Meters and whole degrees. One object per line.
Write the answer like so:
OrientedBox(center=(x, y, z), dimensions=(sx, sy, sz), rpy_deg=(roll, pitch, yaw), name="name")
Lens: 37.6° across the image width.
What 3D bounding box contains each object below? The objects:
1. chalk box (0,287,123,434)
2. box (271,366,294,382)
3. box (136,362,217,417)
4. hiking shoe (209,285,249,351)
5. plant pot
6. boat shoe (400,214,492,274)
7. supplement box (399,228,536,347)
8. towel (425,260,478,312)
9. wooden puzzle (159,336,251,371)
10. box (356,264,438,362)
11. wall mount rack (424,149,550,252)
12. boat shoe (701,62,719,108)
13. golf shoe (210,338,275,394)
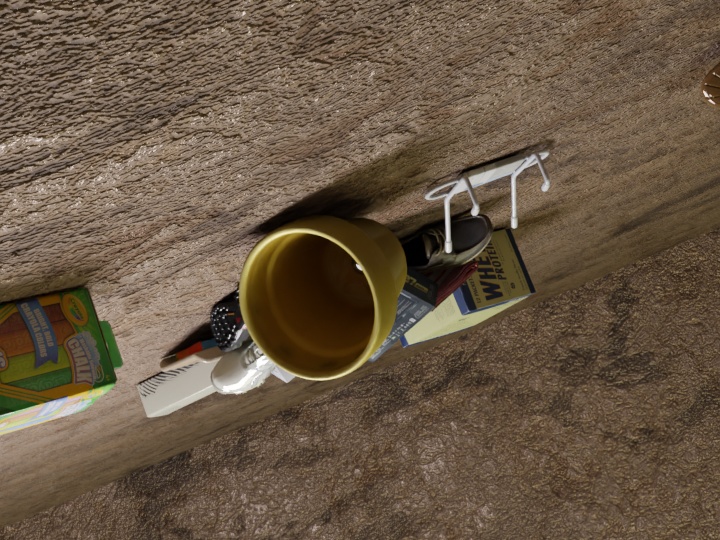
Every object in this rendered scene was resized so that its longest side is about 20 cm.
OrientedBox(center=(-0.372, 0.106, 1.250), dimensions=(0.198, 0.126, 0.123), rpy_deg=(-15, 168, -39), name="chalk box")
OrientedBox(center=(-0.100, 0.118, 1.828), dimensions=(0.155, 0.041, 0.200), rpy_deg=(-39, -169, -13), name="box")
OrientedBox(center=(-0.322, 0.211, 2.019), dimensions=(0.198, 0.069, 0.082), rpy_deg=(-26, 169, 17), name="box")
OrientedBox(center=(-0.161, 0.067, 1.623), dimensions=(0.099, 0.077, 0.200), rpy_deg=(-11, 164, -35), name="hiking shoe")
OrientedBox(center=(-0.030, 0.015, 1.381), dimensions=(0.199, 0.203, 0.189), rpy_deg=(-28, -176, 29), name="plant pot")
OrientedBox(center=(0.123, -0.034, 1.720), dimensions=(0.198, 0.075, 0.073), rpy_deg=(-26, 169, 13), name="boat shoe")
OrientedBox(center=(0.183, 0.033, 2.006), dimensions=(0.198, 0.136, 0.199), rpy_deg=(-13, 166, -41), name="supplement box")
OrientedBox(center=(0.084, 0.022, 1.778), dimensions=(0.198, 0.023, 0.144), rpy_deg=(0, -151, 44), name="towel")
OrientedBox(center=(-0.238, 0.130, 1.839), dimensions=(0.183, 0.038, 0.199), rpy_deg=(-15, 180, -32), name="wooden puzzle")
OrientedBox(center=(0.006, 0.051, 1.657), dimensions=(0.156, 0.052, 0.200), rpy_deg=(27, 138, -16), name="box")
OrientedBox(center=(0.185, -0.101, 1.515), dimensions=(0.197, 0.076, 0.174), rpy_deg=(-19, 169, -15), name="wall mount rack")
OrientedBox(center=(0.528, -0.284, 1.349), dimensions=(0.199, 0.072, 0.072), rpy_deg=(-38, -173, 37), name="boat shoe")
OrientedBox(center=(-0.153, 0.122, 1.638), dimensions=(0.198, 0.079, 0.097), rpy_deg=(-28, 157, 3), name="golf shoe")
